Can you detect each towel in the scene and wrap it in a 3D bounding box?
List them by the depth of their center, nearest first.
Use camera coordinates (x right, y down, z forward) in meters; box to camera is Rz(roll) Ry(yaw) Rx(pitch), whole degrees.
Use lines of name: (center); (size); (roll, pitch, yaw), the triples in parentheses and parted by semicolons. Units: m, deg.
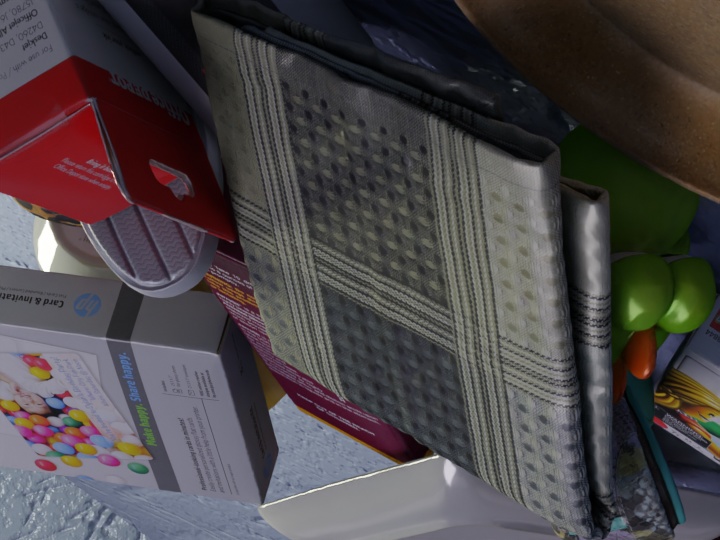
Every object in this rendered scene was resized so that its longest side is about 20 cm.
towel: (0.021, -0.006, 0.870); (0.192, 0.034, 0.201); (28, 144, 37)

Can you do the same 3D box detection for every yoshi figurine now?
yoshi figurine: (0.083, -0.014, 0.912); (0.112, 0.112, 0.200); (60, 158, -12)

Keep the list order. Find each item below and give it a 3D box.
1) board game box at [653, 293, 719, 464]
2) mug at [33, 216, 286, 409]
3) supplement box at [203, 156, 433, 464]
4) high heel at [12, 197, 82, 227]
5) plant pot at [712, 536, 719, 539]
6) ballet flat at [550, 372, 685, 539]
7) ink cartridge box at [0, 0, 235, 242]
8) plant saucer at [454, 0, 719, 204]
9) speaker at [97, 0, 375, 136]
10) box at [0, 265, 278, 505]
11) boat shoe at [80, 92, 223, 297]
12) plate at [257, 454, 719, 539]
board game box: (0.230, 0.093, 1.018); (0.199, 0.035, 0.126); (33, 164, 8)
mug: (-0.096, -0.012, 1.234); (0.150, 0.186, 0.153); (57, 176, 31)
supplement box: (0.000, 0.000, 1.079); (0.085, 0.111, 0.200); (25, 162, 29)
high heel: (-0.155, -0.118, 1.046); (0.142, 0.071, 0.201); (41, 144, 24)
plant pot: (0.228, 0.255, 1.166); (0.201, 0.200, 0.196); (52, -176, -47)
ballet flat: (0.098, 0.064, 0.981); (0.072, 0.072, 0.201); (38, -162, -12)
ink cartridge box: (-0.133, -0.094, 0.920); (0.201, 0.067, 0.116); (66, -165, 16)
plant saucer: (0.111, -0.085, 0.731); (0.199, 0.036, 0.200); (32, 165, 10)
speaker: (-0.073, -0.131, 0.898); (0.081, 0.081, 0.200); (19, 157, 44)
box: (-0.153, 0.059, 1.185); (0.198, 0.041, 0.156); (8, 146, 12)
boat shoe: (-0.100, -0.082, 1.003); (0.062, 0.072, 0.201); (29, -137, -68)
plate: (0.075, 0.139, 1.181); (0.199, 0.033, 0.199); (12, 160, -30)
